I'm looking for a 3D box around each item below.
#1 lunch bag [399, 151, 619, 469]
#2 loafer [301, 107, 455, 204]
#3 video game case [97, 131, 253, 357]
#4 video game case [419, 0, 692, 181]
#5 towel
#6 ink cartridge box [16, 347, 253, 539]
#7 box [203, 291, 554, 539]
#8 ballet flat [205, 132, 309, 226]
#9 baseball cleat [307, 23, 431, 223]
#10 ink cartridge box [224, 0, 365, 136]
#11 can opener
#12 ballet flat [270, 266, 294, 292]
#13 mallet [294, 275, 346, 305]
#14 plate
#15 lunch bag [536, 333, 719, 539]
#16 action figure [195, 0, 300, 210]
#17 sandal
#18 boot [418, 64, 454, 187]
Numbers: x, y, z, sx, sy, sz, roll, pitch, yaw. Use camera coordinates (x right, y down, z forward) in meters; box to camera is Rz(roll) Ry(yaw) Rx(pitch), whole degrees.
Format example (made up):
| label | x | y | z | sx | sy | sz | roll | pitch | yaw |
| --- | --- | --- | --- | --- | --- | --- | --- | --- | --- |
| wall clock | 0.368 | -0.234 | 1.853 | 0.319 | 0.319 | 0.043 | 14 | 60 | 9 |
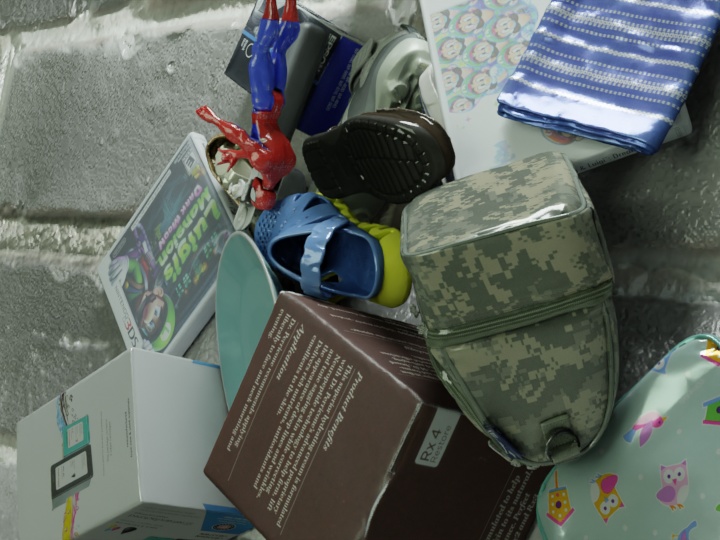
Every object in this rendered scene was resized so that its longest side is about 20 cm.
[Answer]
| label | x | y | z | sx | sy | sz | roll | pitch | yaw |
| --- | --- | --- | --- | --- | --- | --- | --- | --- | --- |
| lunch bag | 0.110 | 0.028 | 1.074 | 0.138 | 0.169 | 0.200 | -18 | 14 | 6 |
| loafer | 0.021 | -0.100 | 1.224 | 0.200 | 0.071 | 0.074 | 8 | 124 | 62 |
| video game case | -0.191 | -0.010 | 1.581 | 0.200 | 0.023 | 0.182 | -51 | 45 | 24 |
| video game case | 0.144 | -0.162 | 1.192 | 0.181 | 0.024 | 0.202 | -19 | 62 | 18 |
| towel | 0.195 | -0.186 | 1.140 | 0.144 | 0.024 | 0.201 | 19 | 78 | 38 |
| ink cartridge box | -0.206 | 0.184 | 1.437 | 0.199 | 0.146 | 0.147 | -31 | 56 | 40 |
| box | 0.016 | 0.141 | 1.181 | 0.200 | 0.163 | 0.167 | 36 | 105 | 48 |
| ballet flat | -0.093 | -0.069 | 1.454 | 0.200 | 0.065 | 0.071 | 44 | 110 | 46 |
| baseball cleat | 0.006 | -0.121 | 1.369 | 0.201 | 0.069 | 0.107 | -56 | 29 | 18 |
| ink cartridge box | -0.054 | -0.192 | 1.472 | 0.200 | 0.039 | 0.100 | 38 | 106 | 47 |
| can opener | -0.069 | -0.123 | 1.399 | 0.053 | 0.066 | 0.202 | -4 | 69 | 69 |
| ballet flat | -0.077 | 0.083 | 1.391 | 0.066 | 0.056 | 0.201 | -39 | 51 | 35 |
| mallet | 0.000 | 0.000 | 1.316 | 0.200 | 0.041 | 0.066 | -36 | 52 | 52 |
| plate | -0.086 | 0.066 | 1.329 | 0.200 | 0.025 | 0.202 | 175 | 90 | -70 |
| lunch bag | 0.214 | 0.158 | 1.016 | 0.200 | 0.077 | 0.161 | -50 | 47 | 26 |
| action figure | -0.100 | -0.153 | 1.327 | 0.098 | 0.065 | 0.202 | 2 | 95 | 29 |
| sandal | -0.040 | -0.020 | 1.273 | 0.199 | 0.086 | 0.080 | 17 | 105 | 58 |
| boot | 0.075 | -0.073 | 1.255 | 0.090 | 0.072 | 0.201 | -49 | 44 | 30 |
